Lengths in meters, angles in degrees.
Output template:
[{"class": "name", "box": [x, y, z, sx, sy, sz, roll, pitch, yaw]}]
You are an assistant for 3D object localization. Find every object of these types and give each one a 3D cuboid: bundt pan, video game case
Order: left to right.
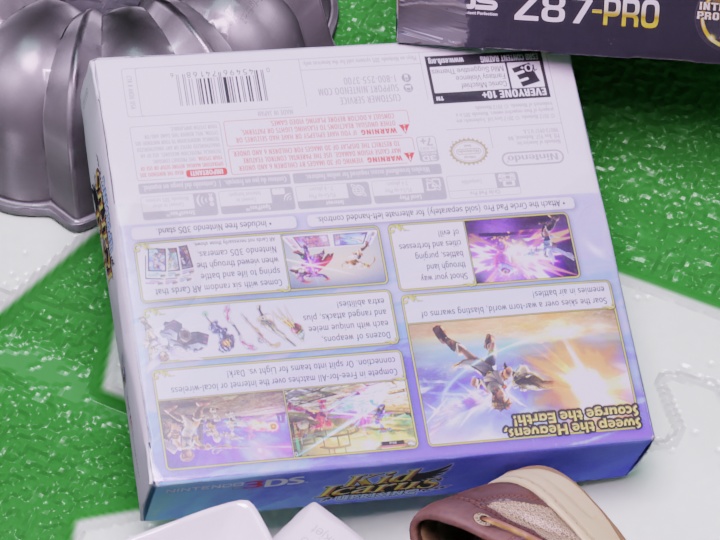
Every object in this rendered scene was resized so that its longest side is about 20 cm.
[{"class": "bundt pan", "box": [-0.108, -0.120, 1.262, 0.201, 0.076, 0.202, -1, 54, 1]}, {"class": "video game case", "box": [0.000, 0.000, 1.158, 0.199, 0.045, 0.182, -4, 64, -14]}]

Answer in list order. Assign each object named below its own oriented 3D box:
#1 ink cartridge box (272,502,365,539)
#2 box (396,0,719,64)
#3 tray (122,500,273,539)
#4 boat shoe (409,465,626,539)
[{"class": "ink cartridge box", "box": [-0.030, 0.204, 1.029, 0.145, 0.084, 0.200, 35, 62, 23]}, {"class": "box", "box": [0.102, -0.151, 1.250, 0.161, 0.049, 0.200, 3, 30, 5]}, {"class": "tray", "box": [-0.106, 0.157, 0.988, 0.199, 0.022, 0.108, -20, 61, -18]}, {"class": "boat shoe", "box": [0.091, 0.147, 1.060, 0.072, 0.072, 0.200, -4, 42, -45]}]
